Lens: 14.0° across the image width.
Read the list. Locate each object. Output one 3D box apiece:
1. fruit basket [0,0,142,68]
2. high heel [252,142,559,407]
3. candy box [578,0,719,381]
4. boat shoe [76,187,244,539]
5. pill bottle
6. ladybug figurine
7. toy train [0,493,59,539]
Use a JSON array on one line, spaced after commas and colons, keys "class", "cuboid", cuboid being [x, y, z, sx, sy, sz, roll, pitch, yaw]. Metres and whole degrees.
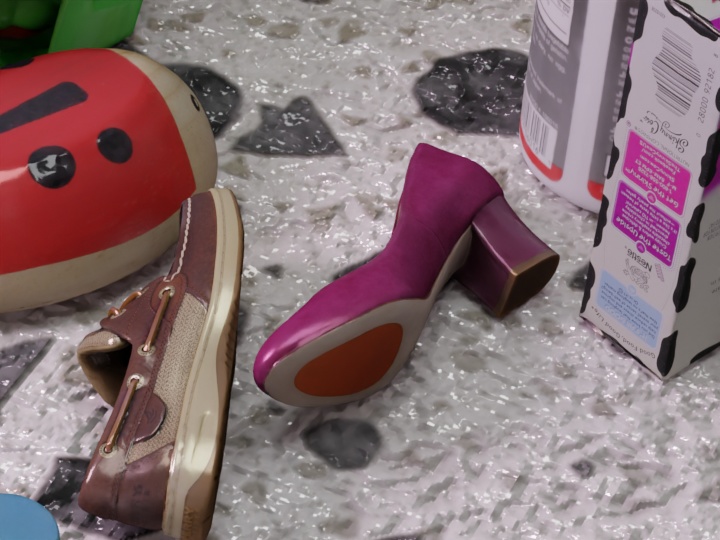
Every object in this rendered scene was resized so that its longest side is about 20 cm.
[{"class": "fruit basket", "cuboid": [-0.180, -0.194, 1.455, 0.155, 0.217, 0.215, 34, 48, 29]}, {"class": "high heel", "cuboid": [0.000, 0.000, 1.367, 0.096, 0.068, 0.199, 43, 38, 23]}, {"class": "candy box", "cuboid": [0.180, -0.063, 1.357, 0.136, 0.201, 0.061, -27, 51, -34]}, {"class": "boat shoe", "cuboid": [-0.092, 0.036, 1.317, 0.071, 0.072, 0.201, 6, 47, -1]}, {"class": "pill bottle", "cuboid": [0.143, -0.135, 1.436, 0.113, 0.201, 0.114, 3, 41, -3]}, {"class": "ladybug figurine", "cuboid": [-0.155, -0.049, 1.403, 0.135, 0.072, 0.200, 35, 49, 29]}, {"class": "toy train", "cuboid": [-0.154, 0.188, 1.099, 0.084, 0.116, 0.201, 10, 41, 5]}]
